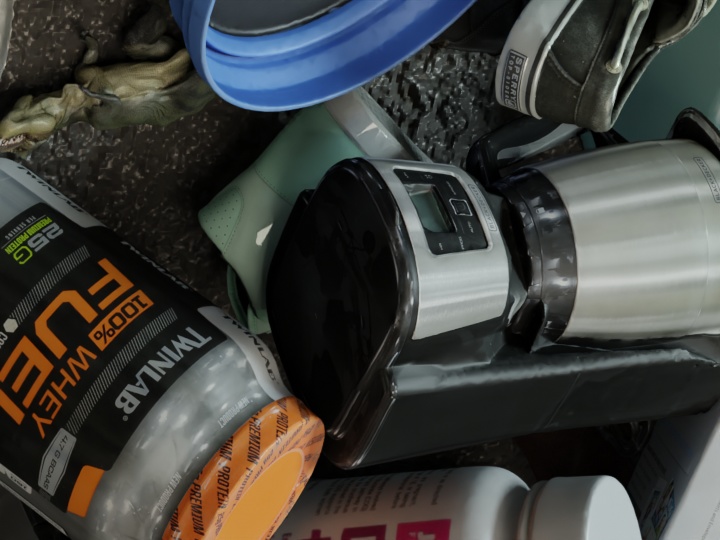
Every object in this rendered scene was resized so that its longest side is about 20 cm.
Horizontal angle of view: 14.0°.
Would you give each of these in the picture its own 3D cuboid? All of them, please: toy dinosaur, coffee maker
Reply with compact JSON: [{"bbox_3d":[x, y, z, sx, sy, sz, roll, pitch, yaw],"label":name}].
[{"bbox_3d":[-0.079,-0.098,1.360,0.199,0.048,0.088,-7,137,-24],"label":"toy dinosaur"},{"bbox_3d":[0.068,0.027,1.351,0.199,0.135,0.193,-7,121,-25],"label":"coffee maker"}]

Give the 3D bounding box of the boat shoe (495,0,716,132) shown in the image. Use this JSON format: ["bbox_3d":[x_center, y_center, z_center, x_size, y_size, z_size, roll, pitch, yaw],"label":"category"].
[{"bbox_3d":[0.133,-0.132,1.372,0.200,0.063,0.071,-55,157,-36],"label":"boat shoe"}]

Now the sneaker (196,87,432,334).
[{"bbox_3d":[0.000,0.000,1.436,0.118,0.074,0.200,-38,132,7],"label":"sneaker"}]

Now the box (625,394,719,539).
[{"bbox_3d":[0.170,0.092,1.449,0.041,0.156,0.201,22,95,-3],"label":"box"}]

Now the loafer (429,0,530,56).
[{"bbox_3d":[0.064,-0.189,1.362,0.072,0.073,0.201,-3,117,-18],"label":"loafer"}]

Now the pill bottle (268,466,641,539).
[{"bbox_3d":[0.026,0.150,1.368,0.199,0.114,0.114,-7,128,21],"label":"pill bottle"}]

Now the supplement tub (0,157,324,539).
[{"bbox_3d":[-0.122,0.049,1.313,0.123,0.200,0.123,-49,163,-21],"label":"supplement tub"}]

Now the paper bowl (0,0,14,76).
[{"bbox_3d":[-0.244,-0.107,1.243,0.200,0.104,0.201,-12,120,-20],"label":"paper bowl"}]

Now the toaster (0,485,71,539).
[{"bbox_3d":[-0.152,0.188,1.400,0.118,0.181,0.200,-33,126,-3],"label":"toaster"}]

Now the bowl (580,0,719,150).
[{"bbox_3d":[0.219,-0.089,1.469,0.200,0.105,0.202,-11,120,-20],"label":"bowl"}]

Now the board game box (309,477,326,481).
[{"bbox_3d":[-0.012,0.210,1.515,0.147,0.064,0.201,8,93,-29],"label":"board game box"}]

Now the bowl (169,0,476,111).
[{"bbox_3d":[0.003,-0.154,1.266,0.200,0.039,0.201,-33,156,-17],"label":"bowl"}]

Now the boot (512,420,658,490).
[{"bbox_3d":[0.113,0.117,1.563,0.200,0.072,0.166,-47,120,0],"label":"boot"}]
